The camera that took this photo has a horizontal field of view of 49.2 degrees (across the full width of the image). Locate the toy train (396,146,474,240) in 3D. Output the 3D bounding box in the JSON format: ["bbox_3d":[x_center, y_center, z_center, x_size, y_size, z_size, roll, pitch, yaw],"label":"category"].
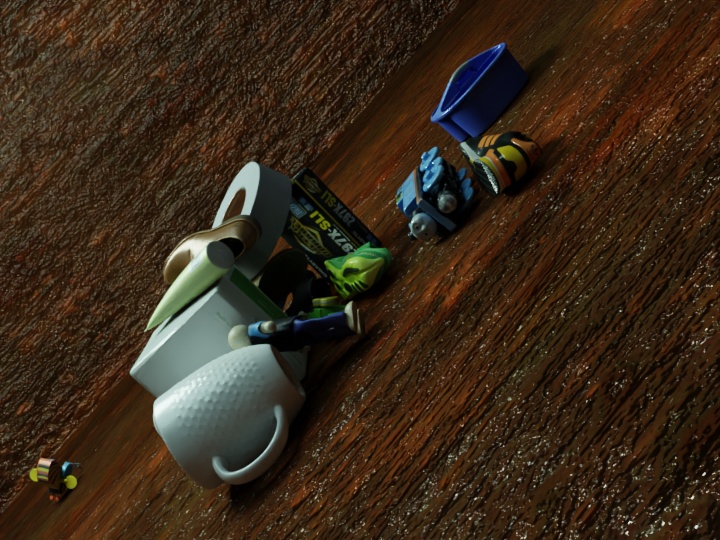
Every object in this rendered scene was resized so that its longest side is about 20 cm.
[{"bbox_3d":[0.112,-0.113,1.215,0.115,0.086,0.200,-52,13,20],"label":"toy train"}]

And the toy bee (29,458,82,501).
[{"bbox_3d":[-0.832,0.580,2.170,0.130,0.200,0.110,2,72,27],"label":"toy bee"}]

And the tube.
[{"bbox_3d":[-0.268,0.026,1.222,0.058,0.052,0.200,4,-33,-47],"label":"tube"}]

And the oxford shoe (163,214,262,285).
[{"bbox_3d":[-0.250,-0.023,1.260,0.199,0.071,0.071,-29,21,27],"label":"oxford shoe"}]

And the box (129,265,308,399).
[{"bbox_3d":[-0.217,0.135,1.263,0.200,0.199,0.171,-43,13,12],"label":"box"}]

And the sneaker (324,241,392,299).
[{"bbox_3d":[0.000,0.000,1.291,0.083,0.075,0.200,-30,9,-18],"label":"sneaker"}]

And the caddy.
[{"bbox_3d":[0.216,-0.338,1.474,0.200,0.105,0.141,-50,13,-11],"label":"caddy"}]

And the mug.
[{"bbox_3d":[-0.161,0.201,1.061,0.175,0.148,0.200,-35,36,0],"label":"mug"}]

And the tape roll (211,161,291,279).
[{"bbox_3d":[-0.196,-0.086,1.374,0.200,0.066,0.202,-43,35,41],"label":"tape roll"}]

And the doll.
[{"bbox_3d":[-0.095,0.090,1.123,0.198,0.137,0.049,-10,68,12],"label":"doll"}]

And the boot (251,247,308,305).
[{"bbox_3d":[-0.176,-0.010,1.414,0.175,0.066,0.200,-48,29,13],"label":"boot"}]

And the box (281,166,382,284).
[{"bbox_3d":[-0.077,-0.078,1.444,0.159,0.200,0.049,-28,21,51],"label":"box"}]

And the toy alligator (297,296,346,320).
[{"bbox_3d":[-0.050,0.072,1.253,0.054,0.060,0.200,-7,-1,-19],"label":"toy alligator"}]

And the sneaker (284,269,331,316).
[{"bbox_3d":[-0.087,0.045,1.434,0.104,0.060,0.201,-41,20,32],"label":"sneaker"}]

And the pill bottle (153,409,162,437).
[{"bbox_3d":[-0.315,0.235,1.465,0.116,0.116,0.200,-45,14,6],"label":"pill bottle"}]

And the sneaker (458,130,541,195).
[{"bbox_3d":[0.204,-0.164,1.128,0.090,0.070,0.200,-30,16,6],"label":"sneaker"}]

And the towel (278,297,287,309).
[{"bbox_3d":[-0.172,0.057,1.520,0.200,0.048,0.112,121,167,-59],"label":"towel"}]
